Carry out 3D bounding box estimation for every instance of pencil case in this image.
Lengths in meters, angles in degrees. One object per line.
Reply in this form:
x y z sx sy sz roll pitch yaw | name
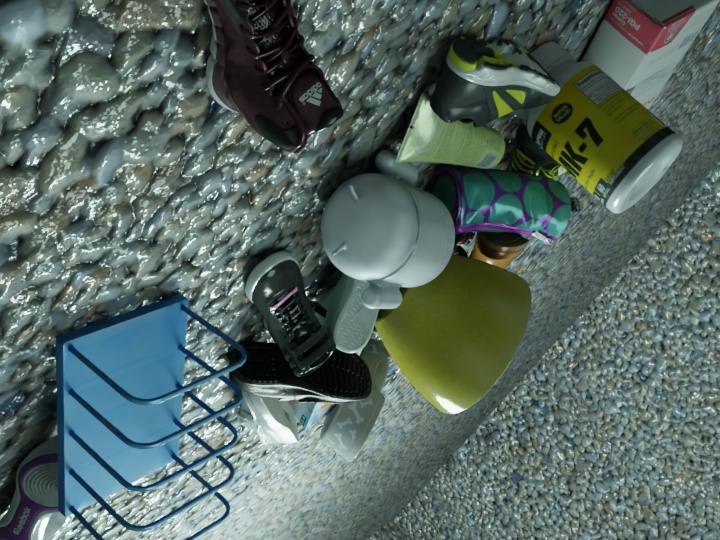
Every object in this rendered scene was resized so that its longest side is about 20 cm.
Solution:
0.183 -0.083 1.073 0.198 0.094 0.085 3 155 -29 | pencil case

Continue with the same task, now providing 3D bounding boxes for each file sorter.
-0.193 0.153 0.782 0.138 0.122 0.203 -22 130 -46 | file sorter

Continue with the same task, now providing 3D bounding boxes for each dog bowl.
-0.003 0.197 1.306 0.200 0.058 0.202 -90 -154 -81 | dog bowl

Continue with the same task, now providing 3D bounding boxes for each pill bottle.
0.274 -0.175 0.993 0.114 0.200 0.115 -37 159 -16 | pill bottle

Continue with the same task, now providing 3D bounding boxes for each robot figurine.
0.031 -0.043 0.910 0.199 0.112 0.172 9 83 -59 | robot figurine

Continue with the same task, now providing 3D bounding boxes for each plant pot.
0.098 0.058 1.049 0.201 0.141 0.201 -52 -164 22 | plant pot

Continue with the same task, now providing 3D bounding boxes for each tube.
0.104 -0.152 0.947 0.051 0.059 0.199 -18 172 32 | tube

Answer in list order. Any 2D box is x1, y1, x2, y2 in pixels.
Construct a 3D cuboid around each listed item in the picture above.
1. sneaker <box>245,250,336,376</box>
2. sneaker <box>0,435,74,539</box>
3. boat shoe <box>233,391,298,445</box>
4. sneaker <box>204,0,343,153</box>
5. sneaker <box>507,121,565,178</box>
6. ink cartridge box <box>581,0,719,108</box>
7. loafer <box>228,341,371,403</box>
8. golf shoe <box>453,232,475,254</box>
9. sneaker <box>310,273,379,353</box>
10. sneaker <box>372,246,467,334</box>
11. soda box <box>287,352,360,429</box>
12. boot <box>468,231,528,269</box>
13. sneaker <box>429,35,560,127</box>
-0.072 0.055 0.942 0.070 0.099 0.201 -35 158 -14 | sneaker
-0.330 0.235 0.883 0.201 0.075 0.100 -51 -177 13 | sneaker
-0.140 0.196 1.153 0.068 0.073 0.200 -15 155 3 | boat shoe
-0.048 -0.153 0.539 0.075 0.116 0.201 -35 159 -20 | sneaker
0.245 -0.149 1.154 0.085 0.075 0.200 -46 160 10 | sneaker
0.373 -0.292 1.121 0.145 0.085 0.201 -30 155 -32 | ink cartridge box
-0.080 0.132 1.060 0.198 0.074 0.071 13 150 -23 | loafer
0.069 -0.011 1.146 0.087 0.077 0.201 11 120 -42 | golf shoe
0.000 0.000 1.050 0.202 0.073 0.118 -63 -158 -6 | sneaker
0.085 0.054 1.279 0.199 0.084 0.121 -36 150 -23 | sneaker
-0.056 0.141 1.189 0.063 0.068 0.201 -29 155 -36 | soda box
0.174 0.006 1.189 0.200 0.076 0.157 -62 175 -78 | boot
0.141 -0.199 0.894 0.199 0.075 0.085 -4 140 -48 | sneaker
